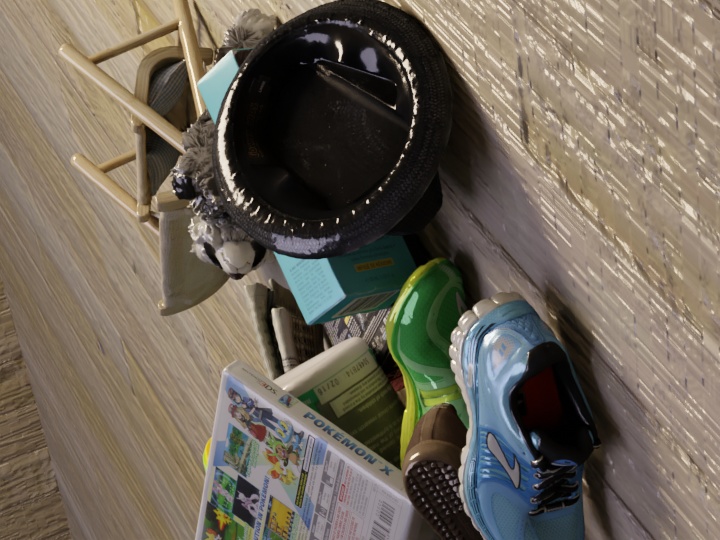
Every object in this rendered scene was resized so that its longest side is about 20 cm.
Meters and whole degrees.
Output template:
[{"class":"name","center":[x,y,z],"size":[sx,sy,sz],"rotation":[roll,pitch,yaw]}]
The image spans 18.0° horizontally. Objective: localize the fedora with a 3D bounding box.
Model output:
[{"class":"fedora","center":[-0.003,-0.084,1.539],"size":[0.092,0.201,0.201],"rotation":[35,-163,-50]}]

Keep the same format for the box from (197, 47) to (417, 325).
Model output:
[{"class":"box","center":[-0.036,-0.064,1.631],"size":[0.049,0.082,0.201],"rotation":[-38,71,42]}]

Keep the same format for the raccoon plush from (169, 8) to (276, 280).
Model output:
[{"class":"raccoon plush","center":[-0.085,-0.091,1.834],"size":[0.134,0.096,0.201],"rotation":[90,-162,-67]}]

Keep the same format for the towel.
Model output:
[{"class":"towel","center":[-0.039,0.108,1.936],"size":[0.193,0.034,0.201],"rotation":[29,-136,-75]}]

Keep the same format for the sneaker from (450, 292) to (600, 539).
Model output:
[{"class":"sneaker","center":[0.111,0.118,1.460],"size":[0.090,0.078,0.201],"rotation":[36,145,55]}]

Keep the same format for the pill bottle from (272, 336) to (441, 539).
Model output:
[{"class":"pill bottle","center":[0.003,0.161,1.717],"size":[0.200,0.113,0.113],"rotation":[59,165,-2]}]

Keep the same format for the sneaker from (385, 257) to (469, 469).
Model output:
[{"class":"sneaker","center":[0.070,0.081,1.621],"size":[0.083,0.074,0.201],"rotation":[15,125,36]}]

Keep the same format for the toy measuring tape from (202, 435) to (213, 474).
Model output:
[{"class":"toy measuring tape","center":[-0.084,0.176,1.806],"size":[0.200,0.073,0.074],"rotation":[-112,10,-55]}]

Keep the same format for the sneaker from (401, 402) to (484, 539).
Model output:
[{"class":"sneaker","center":[0.090,0.179,1.580],"size":[0.076,0.070,0.200],"rotation":[-73,-34,-52]}]

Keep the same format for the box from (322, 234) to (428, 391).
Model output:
[{"class":"box","center":[0.000,0.000,1.761],"size":[0.162,0.049,0.200],"rotation":[63,164,15]}]

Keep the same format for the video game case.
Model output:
[{"class":"video game case","center":[-0.041,0.187,1.674],"size":[0.182,0.022,0.200],"rotation":[33,134,24]}]

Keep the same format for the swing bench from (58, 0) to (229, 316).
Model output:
[{"class":"swing bench","center":[-0.170,-0.101,2.073],"size":[0.200,0.129,0.199],"rotation":[56,160,23]}]
